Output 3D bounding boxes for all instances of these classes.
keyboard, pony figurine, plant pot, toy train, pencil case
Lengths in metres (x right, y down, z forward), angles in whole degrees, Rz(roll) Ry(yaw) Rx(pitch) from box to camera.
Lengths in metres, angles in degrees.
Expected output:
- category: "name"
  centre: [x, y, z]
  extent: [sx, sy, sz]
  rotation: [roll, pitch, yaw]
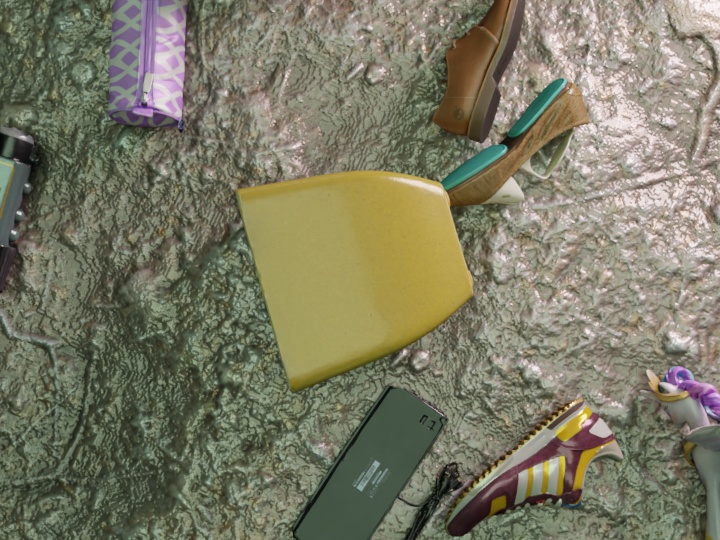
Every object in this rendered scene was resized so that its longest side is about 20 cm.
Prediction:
- category: "keyboard"
  centre: [0.029, 0.232, 1.161]
  extent: [0.127, 0.021, 0.200]
  rotation: [34, 88, 9]
- category: "pony figurine"
  centre: [0.377, 0.177, 1.087]
  extent: [0.166, 0.193, 0.201]
  rotation: [-19, 84, -34]
- category: "plant pot"
  centre: [0.000, 0.000, 1.097]
  extent: [0.199, 0.196, 0.195]
  rotation: [-16, 86, -5]
- category: "toy train"
  centre: [-0.415, -0.067, 1.163]
  extent: [0.114, 0.085, 0.201]
  rotation: [16, 84, -10]
- category: "pencil case"
  centre: [-0.227, -0.249, 1.166]
  extent: [0.084, 0.086, 0.201]
  rotation: [1, 85, -1]

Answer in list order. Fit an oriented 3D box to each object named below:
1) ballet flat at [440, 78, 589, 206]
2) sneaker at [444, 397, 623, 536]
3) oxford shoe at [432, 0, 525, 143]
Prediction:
- category: "ballet flat"
  centre: [0.168, -0.118, 1.169]
  extent: [0.200, 0.068, 0.072]
  rotation: [-42, 105, -6]
- category: "sneaker"
  centre: [0.179, 0.224, 1.131]
  extent: [0.200, 0.075, 0.090]
  rotation: [-40, 81, -1]
- category: "oxford shoe"
  centre: [0.129, -0.241, 1.170]
  extent: [0.071, 0.071, 0.201]
  rotation: [19, 83, 17]
